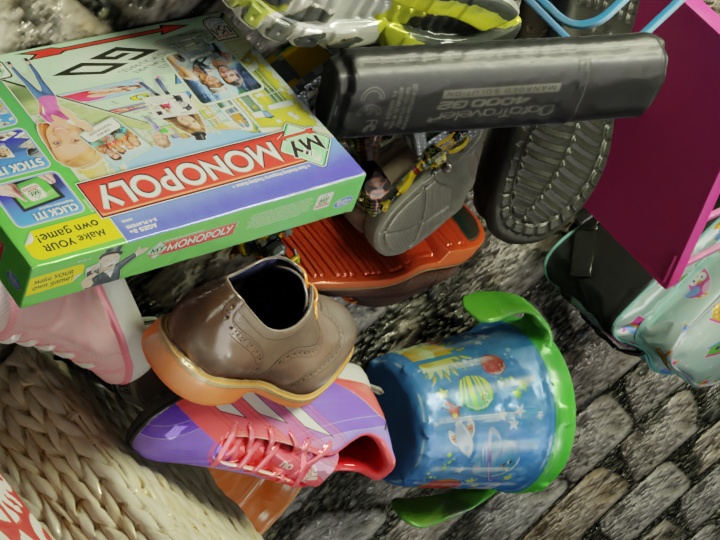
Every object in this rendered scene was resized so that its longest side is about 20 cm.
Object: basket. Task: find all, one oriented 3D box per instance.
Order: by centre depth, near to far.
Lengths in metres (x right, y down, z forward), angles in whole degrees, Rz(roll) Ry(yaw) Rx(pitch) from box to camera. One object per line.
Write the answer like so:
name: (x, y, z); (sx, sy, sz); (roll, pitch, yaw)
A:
basket: (-0.165, 0.180, 1.168); (0.161, 0.200, 0.198); (-45, 153, 3)

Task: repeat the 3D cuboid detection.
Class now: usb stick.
usb stick: (0.073, -0.099, 1.032); (0.199, 0.033, 0.056); (-6, 141, -23)

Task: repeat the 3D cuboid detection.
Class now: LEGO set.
LEGO set: (0.001, -0.066, 1.107); (0.199, 0.116, 0.154); (-31, 151, -19)

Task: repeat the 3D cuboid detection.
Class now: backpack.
backpack: (0.257, -0.002, 1.502); (0.176, 0.153, 0.200); (-48, 160, 3)

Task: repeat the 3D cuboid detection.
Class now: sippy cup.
sippy cup: (0.070, 0.106, 1.450); (0.130, 0.179, 0.139); (-4, 180, -35)

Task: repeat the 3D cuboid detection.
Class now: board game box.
board game box: (-0.113, -0.060, 0.952); (0.199, 0.135, 0.029); (-18, 145, -38)

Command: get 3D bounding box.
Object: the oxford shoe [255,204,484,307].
oxford shoe: (0.000, 0.000, 1.259); (0.199, 0.071, 0.073); (-7, 143, -47)

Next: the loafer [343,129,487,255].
loafer: (0.069, -0.092, 1.228); (0.200, 0.063, 0.072); (-38, 147, -13)

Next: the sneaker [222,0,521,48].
sneaker: (-0.009, -0.161, 1.013); (0.199, 0.085, 0.075); (17, 126, -37)

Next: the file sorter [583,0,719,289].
file sorter: (0.231, -0.120, 1.304); (0.125, 0.139, 0.201); (-25, 149, -31)

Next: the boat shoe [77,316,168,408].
boat shoe: (-0.094, 0.057, 1.227); (0.200, 0.063, 0.071); (12, 90, -51)

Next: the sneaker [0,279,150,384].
sneaker: (-0.180, 0.012, 1.039); (0.104, 0.075, 0.201); (-32, 148, -14)

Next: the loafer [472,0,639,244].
loafer: (0.113, -0.111, 1.164); (0.073, 0.071, 0.201); (27, 80, -35)

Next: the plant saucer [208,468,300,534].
plant saucer: (-0.119, 0.162, 1.380); (0.200, 0.032, 0.201); (-31, 151, -19)

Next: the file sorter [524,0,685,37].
file sorter: (0.114, -0.220, 1.025); (0.139, 0.123, 0.200); (-44, 152, 4)

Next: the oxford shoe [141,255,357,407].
oxford shoe: (-0.043, 0.032, 1.113); (0.073, 0.071, 0.200); (-45, 166, 20)

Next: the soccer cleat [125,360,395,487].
soccer cleat: (-0.054, 0.099, 1.166); (0.199, 0.073, 0.068); (-1, 144, -51)

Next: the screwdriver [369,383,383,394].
screwdriver: (-0.043, 0.057, 1.229); (0.200, 0.029, 0.028); (25, 79, -58)

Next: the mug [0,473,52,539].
mug: (-0.252, 0.161, 1.024); (0.177, 0.200, 0.133); (-39, 153, -2)
